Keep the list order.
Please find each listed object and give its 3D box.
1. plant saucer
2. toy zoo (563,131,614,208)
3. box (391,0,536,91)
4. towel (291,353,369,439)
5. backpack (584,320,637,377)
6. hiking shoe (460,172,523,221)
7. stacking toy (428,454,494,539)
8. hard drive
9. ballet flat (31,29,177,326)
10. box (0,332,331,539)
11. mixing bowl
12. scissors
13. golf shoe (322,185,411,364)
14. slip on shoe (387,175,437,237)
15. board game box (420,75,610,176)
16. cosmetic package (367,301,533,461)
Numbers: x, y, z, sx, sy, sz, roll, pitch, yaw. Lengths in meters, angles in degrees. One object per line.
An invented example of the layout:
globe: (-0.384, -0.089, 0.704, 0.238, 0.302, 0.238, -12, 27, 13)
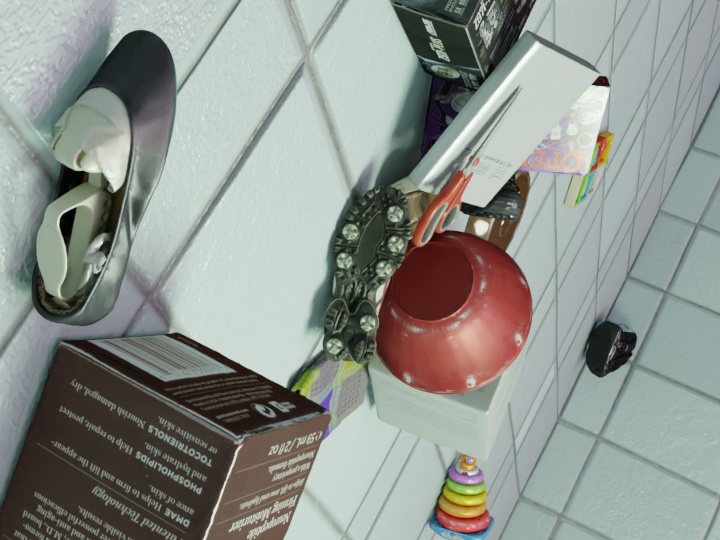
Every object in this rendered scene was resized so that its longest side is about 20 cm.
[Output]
plant saucer: (0.212, -0.083, 1.678, 0.201, 0.034, 0.201, -52, 155, -36)
toy zoo: (0.460, -0.204, 2.191, 0.200, 0.020, 0.132, -30, 139, -59)
box: (0.126, -0.310, 1.132, 0.201, 0.086, 0.164, -64, 160, -6)
towel: (-0.037, 0.149, 1.314, 0.200, 0.023, 0.145, -36, 144, -55)
backpack: (0.723, 0.215, 3.176, 0.199, 0.153, 0.165, 2, 109, -46)
hiking shoe: (0.166, -0.123, 1.414, 0.200, 0.075, 0.102, -115, -147, -76)
stacking toy: (0.205, 0.414, 2.131, 0.110, 0.115, 0.202, -29, 127, -63)
hard drive: (0.156, -0.158, 1.193, 0.131, 0.027, 0.200, 10, 128, -48)
ballet flat: (-0.168, -0.053, 0.697, 0.073, 0.073, 0.202, -20, 133, -63)
box: (-0.151, 0.171, 0.838, 0.166, 0.163, 0.202, 0, 112, -68)
mixing bowl: (0.094, 0.032, 1.265, 0.201, 0.199, 0.108, -62, 157, -12)
scissors: (0.112, -0.105, 1.167, 0.073, 0.014, 0.201, -22, 149, -47)
golf shoe: (0.000, 0.000, 1.204, 0.088, 0.077, 0.202, -95, -159, -77)
slip on shoe: (0.090, -0.081, 1.285, 0.076, 0.061, 0.200, -31, 173, 28)
board game box: (0.174, -0.173, 1.260, 0.032, 0.198, 0.121, -89, -175, -49)
cosmetic package: (0.120, 0.121, 1.441, 0.200, 0.164, 0.166, 81, 32, -64)
